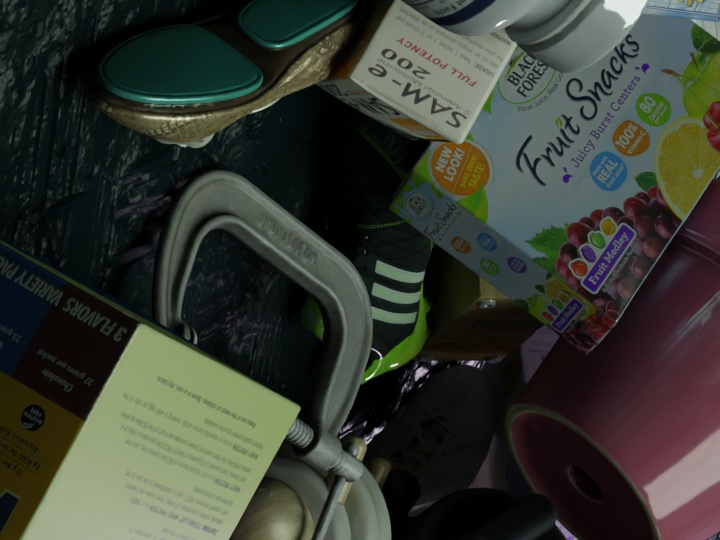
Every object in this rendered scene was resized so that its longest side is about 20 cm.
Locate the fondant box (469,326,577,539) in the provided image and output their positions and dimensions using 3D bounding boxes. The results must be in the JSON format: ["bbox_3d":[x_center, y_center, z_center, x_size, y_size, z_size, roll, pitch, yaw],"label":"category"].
[{"bbox_3d":[0.116,0.128,1.870,0.201,0.058,0.145,-96,-164,-47],"label":"fondant box"}]

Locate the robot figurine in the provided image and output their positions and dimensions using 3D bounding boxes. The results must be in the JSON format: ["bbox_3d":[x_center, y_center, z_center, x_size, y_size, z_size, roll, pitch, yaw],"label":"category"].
[{"bbox_3d":[0.056,0.209,1.745,0.200,0.124,0.151,-42,-141,50],"label":"robot figurine"}]

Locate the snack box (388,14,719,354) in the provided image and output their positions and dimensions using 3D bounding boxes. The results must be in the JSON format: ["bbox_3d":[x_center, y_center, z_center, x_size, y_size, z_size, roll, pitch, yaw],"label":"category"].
[{"bbox_3d":[0.127,-0.072,1.635,0.200,0.142,0.053,-54,178,-31],"label":"snack box"}]

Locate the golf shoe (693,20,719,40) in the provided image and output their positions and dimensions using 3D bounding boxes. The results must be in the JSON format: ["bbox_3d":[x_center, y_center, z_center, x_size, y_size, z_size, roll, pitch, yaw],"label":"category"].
[{"bbox_3d":[0.193,-0.193,1.832,0.200,0.078,0.098,12,99,-64],"label":"golf shoe"}]

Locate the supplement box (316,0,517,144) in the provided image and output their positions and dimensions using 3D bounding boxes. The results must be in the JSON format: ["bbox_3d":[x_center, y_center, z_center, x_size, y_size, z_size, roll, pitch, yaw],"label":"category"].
[{"bbox_3d":[0.060,-0.171,1.545,0.201,0.073,0.126,-61,-169,-3],"label":"supplement box"}]

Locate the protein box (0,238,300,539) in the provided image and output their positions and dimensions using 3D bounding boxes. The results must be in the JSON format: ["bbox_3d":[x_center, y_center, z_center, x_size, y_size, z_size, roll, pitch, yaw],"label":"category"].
[{"bbox_3d":[-0.164,0.105,1.398,0.201,0.135,0.198,-61,155,-2],"label":"protein box"}]

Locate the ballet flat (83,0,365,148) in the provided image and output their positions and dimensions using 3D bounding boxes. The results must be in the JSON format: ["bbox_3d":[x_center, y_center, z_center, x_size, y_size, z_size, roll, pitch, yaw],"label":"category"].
[{"bbox_3d":[-0.069,-0.096,1.458,0.200,0.070,0.065,-27,149,-45],"label":"ballet flat"}]

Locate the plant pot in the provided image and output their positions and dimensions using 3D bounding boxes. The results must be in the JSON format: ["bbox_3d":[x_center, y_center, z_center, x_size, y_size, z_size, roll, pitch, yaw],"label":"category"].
[{"bbox_3d":[0.191,0.075,1.711,0.179,0.200,0.200,-41,148,-23],"label":"plant pot"}]

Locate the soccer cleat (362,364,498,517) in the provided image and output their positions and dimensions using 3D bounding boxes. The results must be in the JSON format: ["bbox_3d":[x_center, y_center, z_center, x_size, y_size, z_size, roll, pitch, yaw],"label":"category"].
[{"bbox_3d":[0.019,0.137,1.845,0.200,0.069,0.078,-51,149,-14],"label":"soccer cleat"}]

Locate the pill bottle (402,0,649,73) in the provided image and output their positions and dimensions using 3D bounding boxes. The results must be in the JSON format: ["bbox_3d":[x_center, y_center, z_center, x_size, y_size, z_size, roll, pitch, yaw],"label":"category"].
[{"bbox_3d":[0.047,-0.185,1.410,0.200,0.120,0.120,31,87,-25],"label":"pill bottle"}]

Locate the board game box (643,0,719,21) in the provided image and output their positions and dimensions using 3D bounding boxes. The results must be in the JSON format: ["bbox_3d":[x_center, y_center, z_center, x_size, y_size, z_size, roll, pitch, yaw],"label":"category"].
[{"bbox_3d":[0.197,-0.183,1.609,0.200,0.199,0.062,-95,-159,-69],"label":"board game box"}]

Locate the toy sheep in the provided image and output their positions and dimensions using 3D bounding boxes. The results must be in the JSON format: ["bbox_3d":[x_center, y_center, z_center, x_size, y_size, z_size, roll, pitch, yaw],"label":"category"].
[{"bbox_3d":[-0.041,0.156,1.685,0.138,0.138,0.200,-59,162,-4],"label":"toy sheep"}]

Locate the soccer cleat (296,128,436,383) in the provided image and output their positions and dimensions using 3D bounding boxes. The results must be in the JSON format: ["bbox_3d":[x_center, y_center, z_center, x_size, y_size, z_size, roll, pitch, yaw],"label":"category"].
[{"bbox_3d":[0.000,0.000,1.680,0.081,0.067,0.200,-35,146,-21],"label":"soccer cleat"}]

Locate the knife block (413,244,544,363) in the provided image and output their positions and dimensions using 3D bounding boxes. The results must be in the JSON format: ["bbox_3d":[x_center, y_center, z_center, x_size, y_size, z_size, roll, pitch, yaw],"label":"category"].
[{"bbox_3d":[0.080,-0.050,1.760,0.200,0.064,0.176,134,-44,-65],"label":"knife block"}]

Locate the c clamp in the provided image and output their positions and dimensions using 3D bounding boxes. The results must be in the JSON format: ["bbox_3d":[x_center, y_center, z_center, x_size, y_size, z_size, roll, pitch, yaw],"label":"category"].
[{"bbox_3d":[-0.052,0.048,1.563,0.200,0.027,0.171,44,58,-37],"label":"c clamp"}]
